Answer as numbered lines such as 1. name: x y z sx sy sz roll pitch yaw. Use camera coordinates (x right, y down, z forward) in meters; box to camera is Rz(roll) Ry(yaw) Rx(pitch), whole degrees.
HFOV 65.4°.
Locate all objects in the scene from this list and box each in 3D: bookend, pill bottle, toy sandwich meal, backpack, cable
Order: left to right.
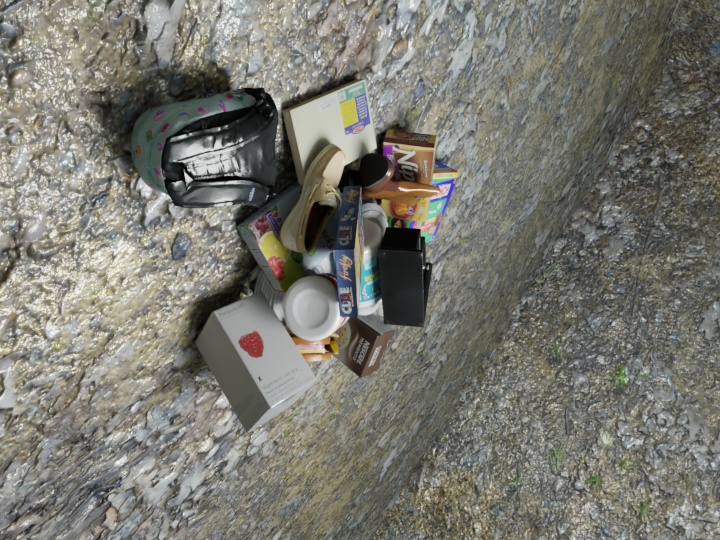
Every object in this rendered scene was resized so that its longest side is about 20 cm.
1. backpack: -0.216 -0.167 0.790 0.198 0.125 0.172 -27 129 -42
2. cable: -0.133 0.020 1.167 0.201 0.068 0.201 -51 151 -14
3. toy sandwich meal: -0.131 0.159 1.184 0.204 0.199 0.073 20 67 -61
4. pill bottle: -0.073 0.064 1.077 0.115 0.111 0.200 -60 175 5
5. pill bottle: 0.000 0.000 1.205 0.110 0.109 0.204 -39 141 -30
6. bookend: 0.102 -0.024 1.202 0.203 0.089 0.203 -74 162 -48

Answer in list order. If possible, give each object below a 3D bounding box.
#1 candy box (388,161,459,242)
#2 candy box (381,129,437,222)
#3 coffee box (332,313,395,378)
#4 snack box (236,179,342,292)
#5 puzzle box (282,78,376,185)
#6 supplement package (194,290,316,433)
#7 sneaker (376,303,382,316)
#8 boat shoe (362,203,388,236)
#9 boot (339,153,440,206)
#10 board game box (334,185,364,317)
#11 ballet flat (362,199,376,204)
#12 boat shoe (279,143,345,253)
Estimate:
1. candy box: 0.159 -0.173 1.447 0.167 0.076 0.205 -15 129 -52
2. candy box: 0.107 -0.212 1.272 0.203 0.113 0.057 91 13 -46
3. coffee box: -0.030 0.139 1.315 0.079 0.198 0.117 -7 125 -55
4. snack box: -0.115 -0.079 1.052 0.199 0.052 0.145 -42 117 -28
5. puzzle box: -0.050 -0.257 1.031 0.198 0.025 0.137 -35 125 -37
6. supplement package: -0.197 0.167 1.042 0.120 0.202 0.120 -23 163 -45
7. sneaker: 0.029 0.071 1.451 0.130 0.078 0.203 -50 152 -37
8. boat shoe: 0.040 -0.071 1.252 0.072 0.067 0.201 -22 146 8
9. boot: 0.079 -0.171 1.149 0.195 0.187 0.071 8 74 -26
10. board game box: -0.017 -0.038 0.986 0.203 0.033 0.139 -85 174 -53
11. ballet flat: 0.030 -0.107 1.313 0.068 0.063 0.201 -56 153 -12
12. boat shoe: -0.068 -0.122 0.988 0.073 0.068 0.205 27 88 -55
